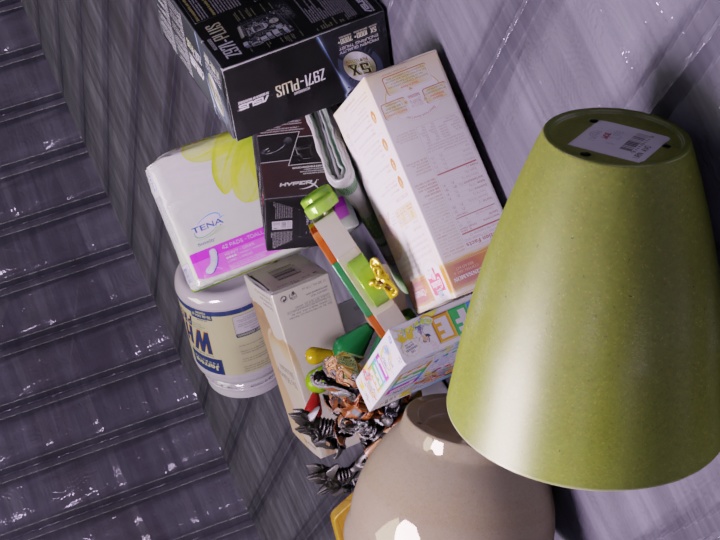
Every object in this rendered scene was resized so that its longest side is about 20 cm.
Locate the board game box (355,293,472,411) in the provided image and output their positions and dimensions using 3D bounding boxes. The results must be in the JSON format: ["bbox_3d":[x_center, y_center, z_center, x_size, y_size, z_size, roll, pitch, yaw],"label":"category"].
[{"bbox_3d":[0.075,0.065,1.524,0.200,0.134,0.034,117,129,-73],"label":"board game box"}]

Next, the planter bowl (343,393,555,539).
[{"bbox_3d":[0.091,0.196,1.596,0.200,0.200,0.135,-137,51,-60],"label":"planter bowl"}]

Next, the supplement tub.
[{"bbox_3d":[-0.178,0.069,2.460,0.145,0.145,0.200,52,159,47],"label":"supplement tub"}]

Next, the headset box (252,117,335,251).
[{"bbox_3d":[-0.074,-0.141,1.790,0.149,0.077,0.201,97,168,-69],"label":"headset box"}]

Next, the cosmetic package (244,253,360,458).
[{"bbox_3d":[-0.056,0.093,1.891,0.105,0.071,0.201,30,138,66],"label":"cosmetic package"}]

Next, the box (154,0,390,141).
[{"bbox_3d":[-0.086,-0.233,1.617,0.200,0.163,0.086,54,160,43],"label":"box"}]

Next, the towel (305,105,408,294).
[{"bbox_3d":[-0.005,-0.080,1.666,0.200,0.031,0.149,59,-170,-52],"label":"towel"}]

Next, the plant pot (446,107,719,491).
[{"bbox_3d":[0.155,0.005,1.103,0.187,0.187,0.201,-132,39,-54],"label":"plant pot"}]

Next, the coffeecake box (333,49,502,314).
[{"bbox_3d":[0.057,-0.072,1.503,0.154,0.073,0.201,148,100,-77],"label":"coffeecake box"}]

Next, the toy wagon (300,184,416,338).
[{"bbox_3d":[0.000,0.000,1.568,0.155,0.040,0.200,56,-179,-9],"label":"toy wagon"}]

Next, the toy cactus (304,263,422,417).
[{"bbox_3d":[0.015,0.073,1.785,0.200,0.102,0.166,-23,56,46],"label":"toy cactus"}]

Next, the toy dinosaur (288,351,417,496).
[{"bbox_3d":[0.012,0.154,1.679,0.200,0.136,0.102,48,-164,-23],"label":"toy dinosaur"}]

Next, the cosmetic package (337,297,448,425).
[{"bbox_3d":[0.041,0.128,1.879,0.102,0.074,0.200,86,159,-52],"label":"cosmetic package"}]

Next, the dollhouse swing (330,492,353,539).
[{"bbox_3d":[-0.014,0.427,2.325,0.200,0.175,0.182,-131,23,-55],"label":"dollhouse swing"}]

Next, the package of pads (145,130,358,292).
[{"bbox_3d":[-0.121,-0.083,1.898,0.068,0.199,0.155,142,106,-80],"label":"package of pads"}]
